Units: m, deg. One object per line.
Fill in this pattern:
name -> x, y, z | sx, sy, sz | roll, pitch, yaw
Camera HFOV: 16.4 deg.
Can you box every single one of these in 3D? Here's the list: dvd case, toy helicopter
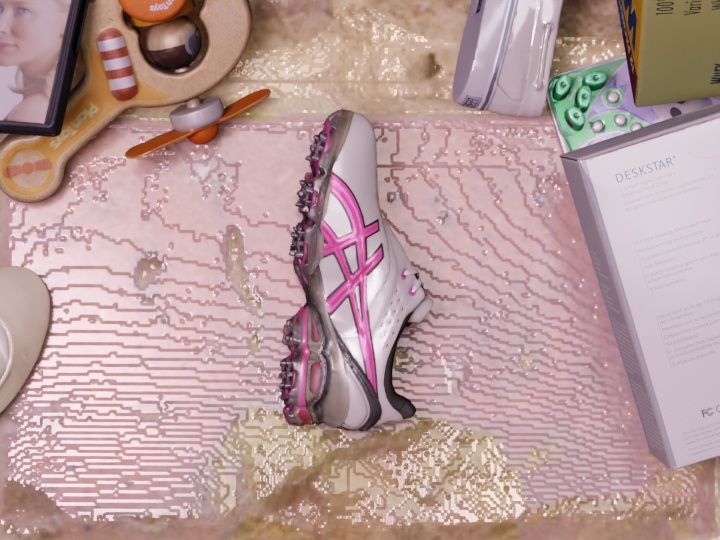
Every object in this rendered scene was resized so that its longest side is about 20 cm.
dvd case -> -0.234, -0.180, 1.537 | 0.143, 0.018, 0.200 | 4, 71, 15
toy helicopter -> -0.148, -0.112, 1.574 | 0.200, 0.079, 0.132 | -43, 107, 10

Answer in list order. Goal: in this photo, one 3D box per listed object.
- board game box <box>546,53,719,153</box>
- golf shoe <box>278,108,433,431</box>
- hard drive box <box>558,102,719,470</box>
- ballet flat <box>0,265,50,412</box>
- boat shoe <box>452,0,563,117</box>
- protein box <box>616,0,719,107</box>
board game box -> 0.241, -0.058, 1.593 | 0.200, 0.026, 0.200 | -17, 85, -3
golf shoe -> 0.000, 0.000, 1.564 | 0.092, 0.073, 0.200 | 4, 94, -7
hard drive box -> 0.228, 0.001, 1.528 | 0.156, 0.077, 0.200 | -17, 96, -3
ballet flat -> -0.261, 0.082, 1.550 | 0.069, 0.069, 0.200 | 34, 84, 3
boat shoe -> 0.116, -0.194, 1.587 | 0.070, 0.071, 0.200 | 15, 85, -11
protein box -> 0.256, -0.213, 1.506 | 0.200, 0.199, 0.135 | -8, 67, 1
